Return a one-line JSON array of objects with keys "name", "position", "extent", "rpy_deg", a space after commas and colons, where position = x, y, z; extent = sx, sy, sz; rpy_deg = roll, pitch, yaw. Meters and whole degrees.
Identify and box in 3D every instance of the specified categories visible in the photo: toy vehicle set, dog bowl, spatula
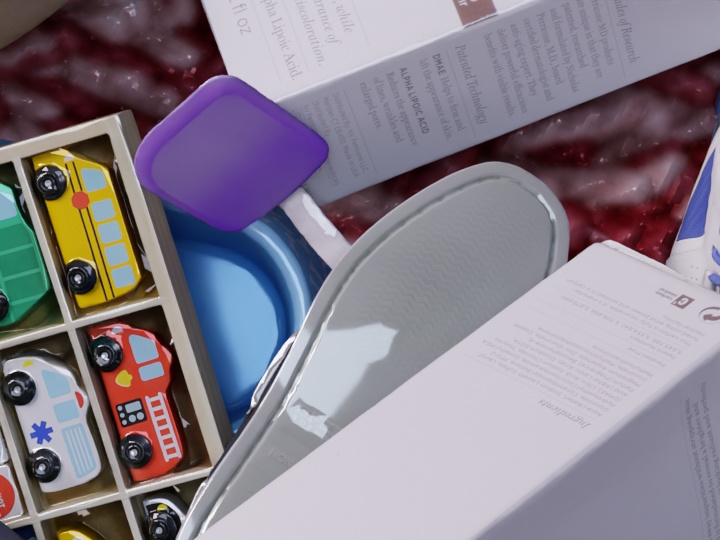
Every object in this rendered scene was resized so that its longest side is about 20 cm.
[{"name": "toy vehicle set", "position": [-0.113, 0.054, 0.988], "extent": [0.124, 0.027, 0.201], "rpy_deg": [-16, 96, 8]}, {"name": "dog bowl", "position": [-0.104, 0.012, 1.029], "extent": [0.199, 0.050, 0.112], "rpy_deg": [13, 87, 5]}, {"name": "spatula", "position": [0.000, 0.000, 0.989], "extent": [0.056, 0.021, 0.200], "rpy_deg": [-38, 119, 21]}]

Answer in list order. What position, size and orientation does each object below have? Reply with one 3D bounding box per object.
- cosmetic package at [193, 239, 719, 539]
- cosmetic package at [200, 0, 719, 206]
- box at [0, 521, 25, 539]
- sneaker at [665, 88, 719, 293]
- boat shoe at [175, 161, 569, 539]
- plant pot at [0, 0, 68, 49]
[{"name": "cosmetic package", "position": [0.047, 0.093, 0.905], "extent": [0.200, 0.113, 0.081], "rpy_deg": [-32, 40, -30]}, {"name": "cosmetic package", "position": [0.045, -0.109, 1.000], "extent": [0.199, 0.074, 0.102], "rpy_deg": [-23, 55, 2]}, {"name": "box", "position": [-0.150, 0.209, 0.944], "extent": [0.200, 0.123, 0.199], "rpy_deg": [36, 115, 6]}, {"name": "sneaker", "position": [0.144, -0.002, 0.980], "extent": [0.080, 0.115, 0.201], "rpy_deg": [13, 90, 6]}, {"name": "boat shoe", "position": [-0.002, 0.046, 0.958], "extent": [0.076, 0.060, 0.200], "rpy_deg": [43, 75, 0]}, {"name": "plant pot", "position": [-0.196, -0.139, 0.993], "extent": [0.200, 0.200, 0.135], "rpy_deg": [47, 122, 6]}]
